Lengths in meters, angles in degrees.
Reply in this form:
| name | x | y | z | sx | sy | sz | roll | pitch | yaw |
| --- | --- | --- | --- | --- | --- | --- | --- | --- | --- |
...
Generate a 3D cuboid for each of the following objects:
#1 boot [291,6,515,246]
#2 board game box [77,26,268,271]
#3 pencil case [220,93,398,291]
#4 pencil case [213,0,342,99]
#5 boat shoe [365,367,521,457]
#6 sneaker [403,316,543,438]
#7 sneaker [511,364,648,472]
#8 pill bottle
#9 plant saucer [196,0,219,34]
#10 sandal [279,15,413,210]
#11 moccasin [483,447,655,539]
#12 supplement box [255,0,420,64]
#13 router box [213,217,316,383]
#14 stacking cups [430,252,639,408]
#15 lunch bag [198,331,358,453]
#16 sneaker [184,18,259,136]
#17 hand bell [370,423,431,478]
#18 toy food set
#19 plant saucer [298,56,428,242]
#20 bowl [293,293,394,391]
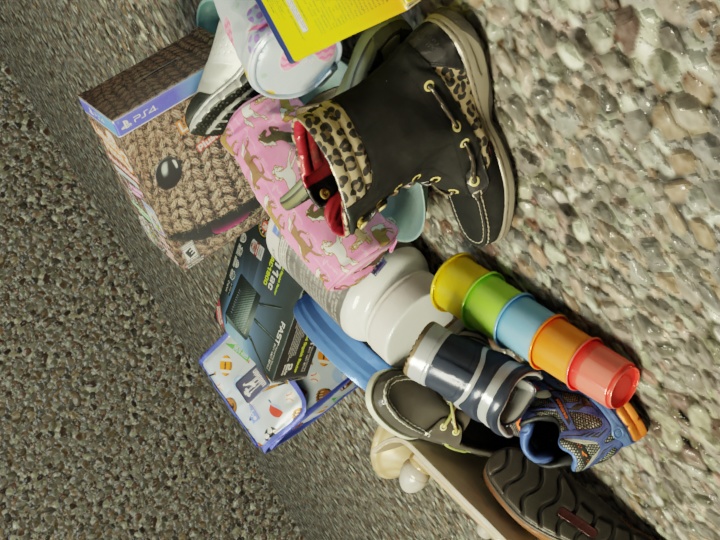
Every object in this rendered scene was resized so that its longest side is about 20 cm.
| name | x | y | z | sx | sy | sz | roll | pitch | yaw |
| --- | --- | --- | --- | --- | --- | --- | --- | --- | --- |
| boot | 0.037 | -0.074 | 0.690 | 0.073 | 0.150 | 0.202 | 36 | 153 | 43 |
| board game box | -0.186 | -0.133 | 1.018 | 0.097 | 0.159 | 0.202 | 34 | 152 | 45 |
| pencil case | -0.048 | -0.078 | 0.866 | 0.201 | 0.086 | 0.083 | 53 | 130 | 11 |
| pencil case | -0.086 | -0.237 | 0.764 | 0.091 | 0.083 | 0.202 | 31 | -151 | -57 |
| boat shoe | 0.094 | 0.145 | 0.934 | 0.200 | 0.073 | 0.060 | 23 | 162 | -35 |
| sneaker | 0.113 | 0.096 | 0.848 | 0.108 | 0.071 | 0.200 | 27 | -175 | 16 |
| sneaker | 0.165 | 0.134 | 0.828 | 0.076 | 0.078 | 0.200 | 58 | 161 | -5 |
| pill bottle | 0.000 | 0.000 | 0.959 | 0.200 | 0.113 | 0.114 | 44 | 158 | 32 |
| plant saucer | -0.110 | -0.209 | 1.007 | 0.200 | 0.036 | 0.201 | 48 | 159 | 25 |
| sandal | -0.018 | -0.128 | 0.741 | 0.057 | 0.080 | 0.202 | 41 | 132 | 11 |
| moccasin | 0.209 | 0.244 | 0.900 | 0.199 | 0.074 | 0.078 | 26 | 159 | 19 |
| supplement box | 0.002 | -0.223 | 0.598 | 0.110 | 0.108 | 0.199 | 60 | 160 | -15 |
| router box | -0.103 | 0.017 | 1.169 | 0.150 | 0.062 | 0.202 | 39 | 121 | 38 |
| stacking cups | 0.148 | 0.052 | 0.784 | 0.199 | 0.060 | 0.061 | 34 | 152 | 40 |
| lunch bag | -0.105 | 0.136 | 1.307 | 0.171 | 0.199 | 0.124 | 51 | 161 | 14 |
| sneaker | -0.112 | -0.208 | 0.888 | 0.200 | 0.073 | 0.081 | -43 | 69 | 35 |
| hand bell | 0.118 | 0.247 | 1.156 | 0.198 | 0.104 | 0.105 | 17 | 140 | 43 |
| toy food set | 0.116 | 0.241 | 0.968 | 0.200 | 0.061 | 0.143 | 43 | -161 | 24 |
| plant saucer | 0.008 | -0.122 | 0.856 | 0.201 | 0.038 | 0.202 | 47 | 159 | 24 |
| bowl | 0.012 | 0.088 | 1.051 | 0.200 | 0.040 | 0.201 | 38 | -171 | -7 |
